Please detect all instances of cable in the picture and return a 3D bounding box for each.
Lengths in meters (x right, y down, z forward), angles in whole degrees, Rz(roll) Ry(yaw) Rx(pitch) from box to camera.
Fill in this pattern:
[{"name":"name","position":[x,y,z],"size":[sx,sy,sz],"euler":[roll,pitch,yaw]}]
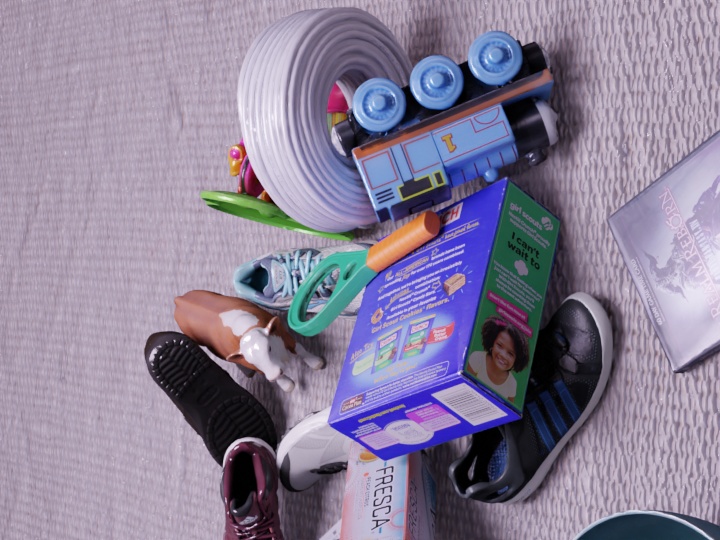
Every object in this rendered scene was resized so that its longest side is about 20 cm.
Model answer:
[{"name":"cable","position":[-0.022,-0.135,1.239],"size":[0.069,0.199,0.203],"euler":[-1,93,41]}]

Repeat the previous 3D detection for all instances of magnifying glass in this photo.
[{"name":"magnifying glass","position":[0.000,0.000,1.239],"size":[0.199,0.022,0.080],"euler":[-35,31,43]}]

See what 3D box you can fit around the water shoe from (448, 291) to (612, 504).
[{"name":"water shoe","position":[0.142,0.111,1.140],"size":[0.071,0.078,0.202],"euler":[39,115,42]}]

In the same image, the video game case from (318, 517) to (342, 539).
[{"name":"video game case","position":[0.011,0.322,1.307],"size":[0.200,0.022,0.184],"euler":[-47,53,34]}]

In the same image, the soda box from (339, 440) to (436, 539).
[{"name":"soda box","position":[0.025,0.221,1.180],"size":[0.063,0.069,0.201],"euler":[-18,27,15]}]

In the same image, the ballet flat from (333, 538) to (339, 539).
[{"name":"ballet flat","position":[0.007,0.334,1.249],"size":[0.072,0.072,0.202],"euler":[-41,58,37]}]

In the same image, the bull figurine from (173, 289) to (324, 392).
[{"name":"bull figurine","position":[-0.113,0.070,1.392],"size":[0.199,0.121,0.065],"euler":[26,77,49]}]

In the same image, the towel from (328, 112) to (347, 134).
[{"name":"towel","position":[0.007,-0.115,1.367],"size":[0.199,0.018,0.087],"euler":[6,95,48]}]

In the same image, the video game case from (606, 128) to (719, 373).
[{"name":"video game case","position":[0.285,-0.033,1.041],"size":[0.200,0.019,0.144],"euler":[-41,57,37]}]

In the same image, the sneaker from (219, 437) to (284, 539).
[{"name":"sneaker","position":[-0.109,0.261,1.336],"size":[0.116,0.075,0.203],"euler":[82,178,-79]}]

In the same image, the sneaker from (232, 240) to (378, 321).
[{"name":"sneaker","position":[-0.050,0.012,1.361],"size":[0.199,0.086,0.079],"euler":[-10,78,47]}]

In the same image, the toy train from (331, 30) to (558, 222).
[{"name":"toy train","position":[0.077,-0.122,1.173],"size":[0.198,0.087,0.115],"euler":[-22,84,0]}]

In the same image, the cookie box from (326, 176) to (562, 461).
[{"name":"cookie box","position":[0.072,0.042,1.168],"size":[0.170,0.075,0.202],"euler":[-25,39,45]}]

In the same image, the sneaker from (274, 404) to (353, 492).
[{"name":"sneaker","position":[-0.012,0.165,1.315],"size":[0.200,0.073,0.080],"euler":[-43,61,37]}]

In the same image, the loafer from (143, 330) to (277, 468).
[{"name":"loafer","position":[-0.153,0.128,1.416],"size":[0.073,0.201,0.071],"euler":[-37,31,-8]}]

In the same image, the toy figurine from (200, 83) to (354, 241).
[{"name":"toy figurine","position":[-0.068,-0.139,1.318],"size":[0.149,0.200,0.186],"euler":[12,88,23]}]

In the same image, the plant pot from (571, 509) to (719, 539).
[{"name":"plant pot","position":[0.241,0.268,0.970],"size":[0.199,0.134,0.203],"euler":[-6,81,47]}]
